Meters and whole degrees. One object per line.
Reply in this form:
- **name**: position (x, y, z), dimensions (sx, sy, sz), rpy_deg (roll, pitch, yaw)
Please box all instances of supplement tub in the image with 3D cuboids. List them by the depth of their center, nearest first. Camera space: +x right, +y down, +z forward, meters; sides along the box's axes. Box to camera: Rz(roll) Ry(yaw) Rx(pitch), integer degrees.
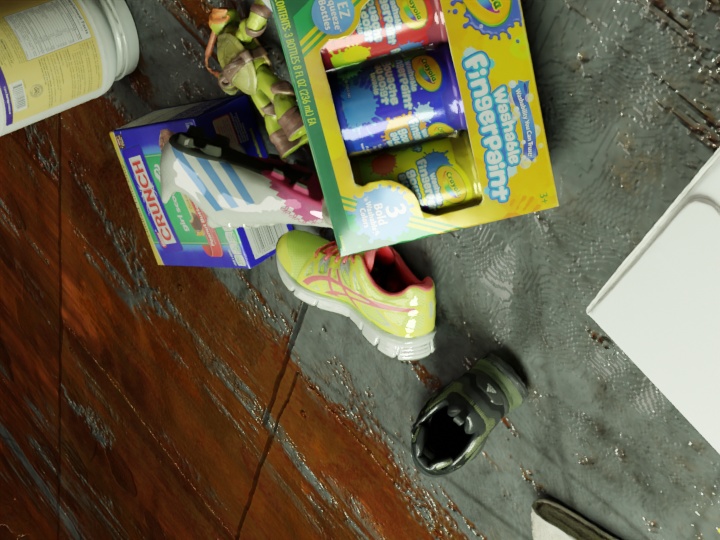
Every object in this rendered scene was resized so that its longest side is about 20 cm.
- **supplement tub**: position (-0.364, -0.245, 1.163), dimensions (0.145, 0.200, 0.146), rpy_deg (32, 138, 34)

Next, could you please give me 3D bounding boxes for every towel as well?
- **towel**: position (0.236, 0.307, 0.957), dimensions (0.200, 0.034, 0.133), rpy_deg (27, 134, 40)

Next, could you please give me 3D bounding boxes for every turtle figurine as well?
- **turtle figurine**: position (-0.097, -0.193, 0.974), dimensions (0.162, 0.064, 0.200), rpy_deg (56, 147, 5)

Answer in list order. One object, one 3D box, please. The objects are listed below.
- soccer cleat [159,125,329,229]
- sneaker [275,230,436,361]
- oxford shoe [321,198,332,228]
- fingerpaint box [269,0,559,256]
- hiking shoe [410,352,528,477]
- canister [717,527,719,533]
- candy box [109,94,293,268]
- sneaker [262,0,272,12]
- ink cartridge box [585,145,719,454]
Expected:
- **soccer cleat**: position (-0.103, -0.071, 1.018), dimensions (0.199, 0.070, 0.087), rpy_deg (22, 115, 5)
- **sneaker**: position (0.000, 0.000, 1.001), dimensions (0.200, 0.078, 0.091), rpy_deg (30, 130, 28)
- **oxford shoe**: position (0.021, -0.085, 0.887), dimensions (0.200, 0.058, 0.076), rpy_deg (-20, 62, 52)
- **fingerpaint box**: position (0.041, -0.128, 0.750), dimensions (0.073, 0.166, 0.201), rpy_deg (-91, -13, -67)
- **hiking shoe**: position (0.076, 0.151, 0.984), dimensions (0.076, 0.100, 0.200), rpy_deg (49, 146, 16)
- **canister**: position (0.342, 0.225, 0.666), dimensions (0.201, 0.086, 0.149), rpy_deg (62, 150, 20)
- **candy box**: position (-0.178, -0.094, 1.147), dimensions (0.200, 0.077, 0.170), rpy_deg (3, 117, 52)
- **sneaker**: position (-0.061, -0.258, 0.860), dimensions (0.088, 0.075, 0.201), rpy_deg (-5, 111, 48)
- **ink cartridge box**: position (0.252, -0.009, 0.535), dimensions (0.147, 0.200, 0.146), rpy_deg (49, 146, 16)
